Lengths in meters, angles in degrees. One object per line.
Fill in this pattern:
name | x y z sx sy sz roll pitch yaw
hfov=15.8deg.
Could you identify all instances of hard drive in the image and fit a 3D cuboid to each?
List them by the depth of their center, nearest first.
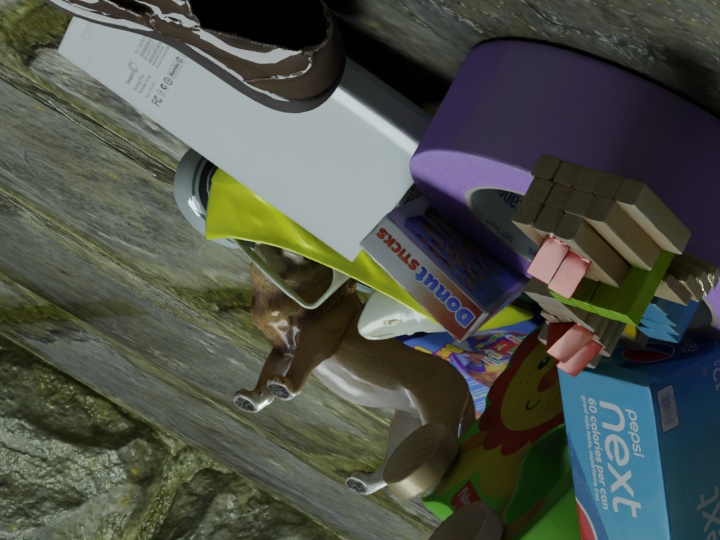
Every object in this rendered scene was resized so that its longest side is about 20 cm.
hard drive | -0.060 -0.096 1.377 0.200 0.027 0.132 36 148 -2

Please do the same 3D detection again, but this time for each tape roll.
tape roll | 0.126 -0.032 1.261 0.200 0.066 0.200 28 169 6

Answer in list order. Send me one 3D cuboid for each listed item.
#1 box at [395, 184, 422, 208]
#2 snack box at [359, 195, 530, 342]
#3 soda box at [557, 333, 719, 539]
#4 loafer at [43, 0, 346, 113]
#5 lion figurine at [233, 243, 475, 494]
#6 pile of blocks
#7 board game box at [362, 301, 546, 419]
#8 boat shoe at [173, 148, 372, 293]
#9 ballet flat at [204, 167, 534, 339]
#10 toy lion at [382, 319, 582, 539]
box | -0.057 -0.094 1.469 0.200 0.035 0.110 26 168 13
snack box | 0.054 -0.009 1.361 0.072 0.024 0.200 45 -165 4
soda box | 0.155 0.134 1.294 0.068 0.064 0.200 13 117 49
loafer | -0.091 -0.152 1.276 0.200 0.073 0.071 25 159 -6
lion figurine | 0.005 0.057 1.536 0.200 0.123 0.072 41 145 -12
pile of blocks | 0.114 0.016 1.178 0.082 0.062 0.200 25 168 18
board game box | 0.092 0.051 1.601 0.134 0.045 0.200 29 155 -23
boat shoe | -0.026 -0.033 1.602 0.200 0.069 0.057 22 170 -40
ballet flat | 0.000 0.000 1.473 0.200 0.067 0.067 27 -175 7
toy lion | 0.108 0.085 1.405 0.069 0.192 0.200 43 -173 -17
